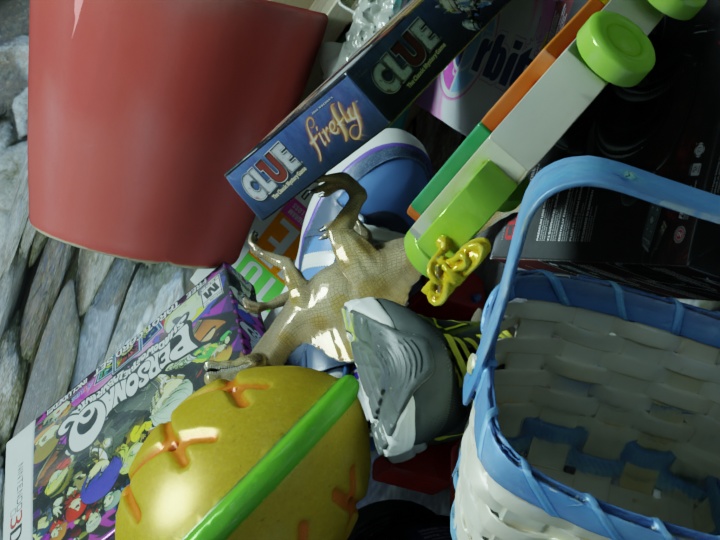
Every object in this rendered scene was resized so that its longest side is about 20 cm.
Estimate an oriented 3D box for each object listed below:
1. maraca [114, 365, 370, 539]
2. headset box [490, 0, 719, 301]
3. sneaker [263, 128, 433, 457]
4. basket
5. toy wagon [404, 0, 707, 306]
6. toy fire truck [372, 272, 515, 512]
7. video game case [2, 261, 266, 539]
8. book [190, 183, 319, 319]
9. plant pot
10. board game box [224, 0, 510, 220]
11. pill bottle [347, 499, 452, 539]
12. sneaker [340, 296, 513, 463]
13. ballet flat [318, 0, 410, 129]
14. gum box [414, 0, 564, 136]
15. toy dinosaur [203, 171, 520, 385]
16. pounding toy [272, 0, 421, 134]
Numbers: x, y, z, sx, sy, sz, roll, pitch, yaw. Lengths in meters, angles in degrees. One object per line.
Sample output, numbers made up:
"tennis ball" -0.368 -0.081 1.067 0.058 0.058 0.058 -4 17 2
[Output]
"maraca" -0.070 0.122 0.702 0.200 0.107 0.137 -44 -5 -30
"headset box" 0.149 -0.065 0.726 0.200 0.077 0.149 6 80 66
"sneaker" 0.008 0.030 0.871 0.200 0.081 0.146 -61 32 17
"basket" 0.127 0.054 0.575 0.139 0.176 0.200 -83 7 -55
"toy wagon" 0.071 -0.057 0.633 0.200 0.040 0.155 -46 -3 -46
"toy fire truck" 0.058 0.069 0.876 0.141 0.049 0.200 -42 37 51
"video game case" -0.136 0.106 0.885 0.200 0.036 0.181 -39 29 10
"book" -0.023 -0.012 1.033 0.048 0.134 0.200 -46 -2 -44
"plant pot" -0.133 -0.103 0.962 0.200 0.200 0.178 -146 66 -67
"board game box" 0.023 -0.120 0.797 0.200 0.035 0.135 -48 9 -36
"pill bottle" 0.046 0.191 0.734 0.112 0.112 0.200 -70 22 7
"sneaker" 0.041 0.046 0.708 0.200 0.085 0.075 74 180 -80
"ballet flat" 0.011 -0.154 0.941 0.072 0.072 0.200 4 74 67
"gum box" 0.097 -0.138 0.912 0.114 0.066 0.200 -69 22 11
"toy dinosaur" 0.000 0.000 0.806 0.200 0.058 0.101 -32 56 10
"pounding toy" 0.004 -0.145 1.086 0.184 0.142 0.200 -55 25 14
